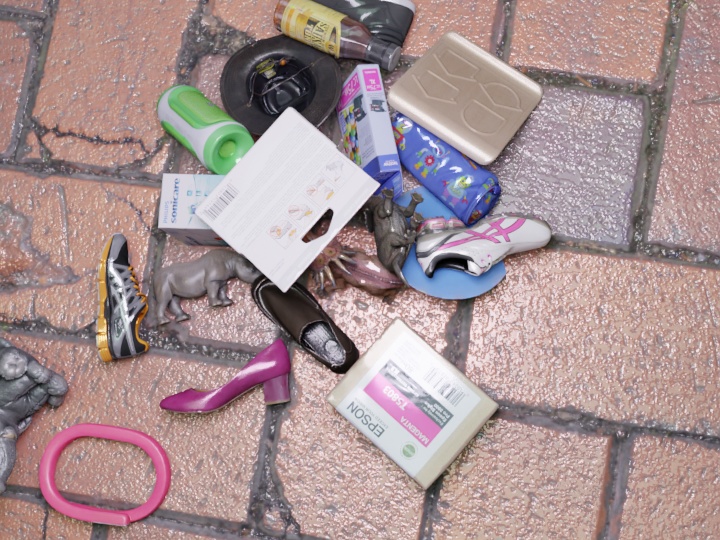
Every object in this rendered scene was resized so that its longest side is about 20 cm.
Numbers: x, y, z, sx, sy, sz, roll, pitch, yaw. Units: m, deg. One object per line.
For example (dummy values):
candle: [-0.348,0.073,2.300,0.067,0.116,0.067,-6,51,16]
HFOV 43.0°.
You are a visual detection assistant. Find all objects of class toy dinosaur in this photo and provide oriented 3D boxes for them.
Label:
toy dinosaur: [0.048,-0.051,1.300,0.077,0.102,0.200,-7,57,-29]
toy dinosaur: [0.000,0.000,1.336,0.200,0.136,0.086,10,81,2]

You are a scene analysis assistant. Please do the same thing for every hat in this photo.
hat: [-0.118,-0.269,1.420,0.200,0.081,0.201,-3,64,7]

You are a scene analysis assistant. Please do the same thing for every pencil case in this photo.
pencil case: [0.123,-0.160,1.368,0.200,0.078,0.087,47,113,16]

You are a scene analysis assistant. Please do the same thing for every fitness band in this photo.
fitness band: [-0.388,0.309,1.389,0.200,0.037,0.144,8,80,6]

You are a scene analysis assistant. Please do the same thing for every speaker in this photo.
speaker: [-0.237,-0.214,1.380,0.088,0.088,0.200,-47,46,-2]

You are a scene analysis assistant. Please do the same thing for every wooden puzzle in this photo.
wooden puzzle: [0.158,-0.257,1.378,0.185,0.046,0.200,34,54,7]

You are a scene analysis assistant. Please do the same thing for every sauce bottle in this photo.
sauce bottle: [-0.034,-0.357,1.377,0.200,0.066,0.066,25,85,17]

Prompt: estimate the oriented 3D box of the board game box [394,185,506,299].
board game box: [0.123,-0.036,1.369,0.158,0.039,0.200,-6,61,-12]

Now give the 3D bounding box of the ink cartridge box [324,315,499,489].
ink cartridge box: [0.075,0.193,1.334,0.200,0.075,0.165,40,86,10]

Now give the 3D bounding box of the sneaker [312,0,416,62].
sneaker: [-0.018,-0.383,1.430,0.200,0.071,0.099,9,78,3]

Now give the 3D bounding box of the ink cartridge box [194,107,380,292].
ink cartridge box: [-0.099,-0.096,1.262,0.176,0.045,0.200,42,88,12]

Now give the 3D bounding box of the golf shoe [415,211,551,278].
golf shoe: [0.178,-0.030,1.311,0.199,0.073,0.092,-5,63,-2]

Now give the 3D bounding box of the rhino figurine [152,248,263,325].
rhino figurine: [-0.227,0.014,1.401,0.200,0.060,0.088,-19,83,2]

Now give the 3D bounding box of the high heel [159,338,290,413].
high heel: [-0.204,0.159,1.372,0.200,0.067,0.096,-6,91,-10]

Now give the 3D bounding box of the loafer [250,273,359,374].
loafer: [-0.081,0.074,1.362,0.200,0.071,0.073,39,87,4]

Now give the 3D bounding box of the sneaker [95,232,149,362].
sneaker: [-0.366,0.041,1.411,0.077,0.078,0.201,-1,85,-7]

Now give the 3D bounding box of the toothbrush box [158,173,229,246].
toothbrush box: [-0.183,-0.086,1.367,0.199,0.146,0.086,3,82,6]

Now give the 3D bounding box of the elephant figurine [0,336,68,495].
elephant figurine: [-0.544,0.219,1.363,0.141,0.155,0.200,35,77,-12]

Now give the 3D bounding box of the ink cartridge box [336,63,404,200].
ink cartridge box: [0.011,-0.194,1.375,0.042,0.119,0.200,-10,81,-22]
